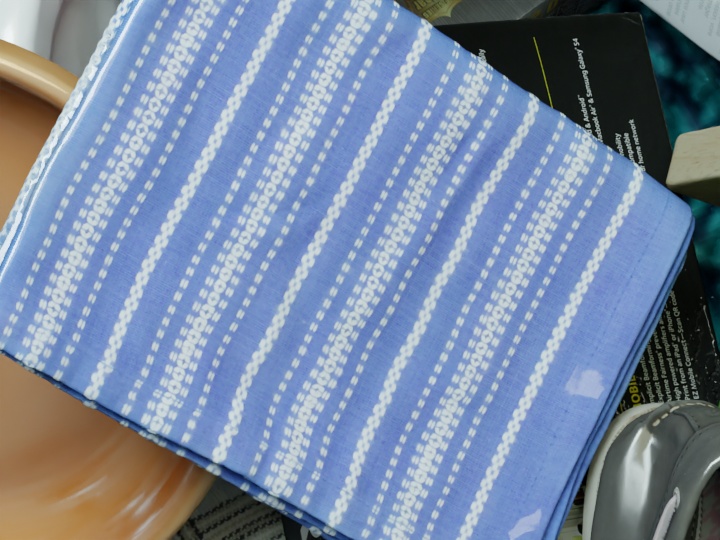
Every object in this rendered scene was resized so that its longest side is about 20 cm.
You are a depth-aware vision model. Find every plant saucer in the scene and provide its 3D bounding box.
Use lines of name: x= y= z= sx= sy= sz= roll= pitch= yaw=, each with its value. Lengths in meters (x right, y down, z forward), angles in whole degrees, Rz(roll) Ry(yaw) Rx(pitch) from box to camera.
plant saucer: x=-0.131 y=0.013 z=0.778 sx=0.199 sy=0.201 sz=0.038 roll=14 pitch=31 yaw=0

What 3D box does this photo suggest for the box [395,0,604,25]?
box: x=-0.028 y=-0.112 z=0.930 sx=0.200 sy=0.048 sz=0.159 roll=-36 pitch=75 yaw=-19

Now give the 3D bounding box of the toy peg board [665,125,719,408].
toy peg board: x=0.212 y=0.024 z=0.789 sx=0.198 sy=0.200 sz=0.098 roll=17 pitch=83 yaw=-18

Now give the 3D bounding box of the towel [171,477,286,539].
towel: x=-0.110 y=0.116 z=0.832 sx=0.192 sy=0.035 sz=0.201 roll=-28 pitch=73 yaw=-17

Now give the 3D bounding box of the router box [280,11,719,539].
router box: x=0.040 y=0.021 z=0.844 sx=0.148 sy=0.051 sz=0.201 roll=-6 pitch=77 yaw=-26

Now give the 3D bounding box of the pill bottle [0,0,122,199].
pill bottle: x=-0.179 y=-0.057 z=0.840 sx=0.199 sy=0.112 sz=0.113 roll=0 pitch=65 yaw=15

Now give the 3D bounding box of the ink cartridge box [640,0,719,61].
ink cartridge box: x=0.192 y=-0.113 z=0.906 sx=0.199 sy=0.041 sz=0.200 roll=-26 pitch=55 yaw=-36

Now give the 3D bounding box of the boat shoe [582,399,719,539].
boat shoe: x=0.097 y=0.140 z=0.788 sx=0.066 sy=0.057 sz=0.201 roll=-2 pitch=94 yaw=-25

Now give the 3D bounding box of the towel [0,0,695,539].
towel: x=0.000 y=0.000 z=0.745 sx=0.199 sy=0.024 sz=0.145 roll=31 pitch=81 yaw=-28
